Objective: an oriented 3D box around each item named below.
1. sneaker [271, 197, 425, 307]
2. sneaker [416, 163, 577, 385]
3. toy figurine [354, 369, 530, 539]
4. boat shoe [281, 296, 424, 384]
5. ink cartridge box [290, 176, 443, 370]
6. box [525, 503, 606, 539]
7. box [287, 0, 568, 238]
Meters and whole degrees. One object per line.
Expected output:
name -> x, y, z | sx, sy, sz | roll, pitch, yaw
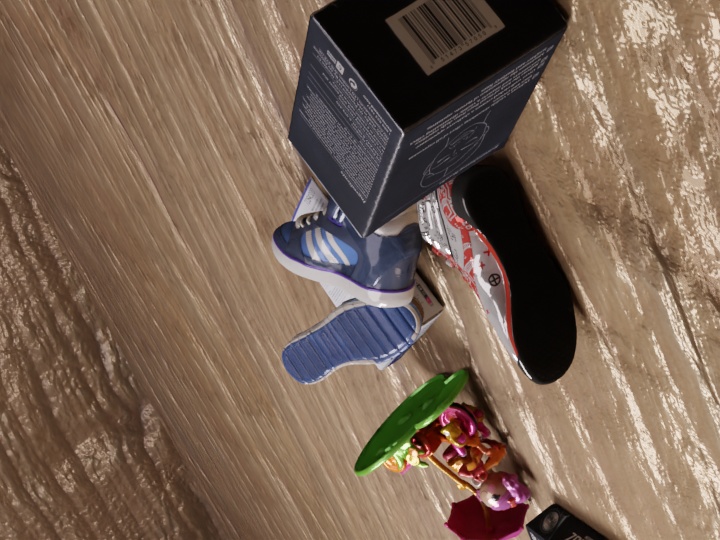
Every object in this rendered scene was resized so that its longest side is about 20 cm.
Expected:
sneaker -> -0.014, -0.061, 1.375 | 0.200, 0.080, 0.147 | 26, 124, 43
sneaker -> 0.115, -0.002, 1.187 | 0.202, 0.067, 0.108 | 65, 162, -17
toy figurine -> 0.121, 0.223, 1.535 | 0.184, 0.150, 0.200 | 43, 139, -5
boat shoe -> -0.002, 0.057, 1.445 | 0.199, 0.072, 0.073 | -21, 105, 43
ink cartridge box -> 0.000, 0.000, 1.534 | 0.201, 0.043, 0.196 | 56, 161, 8
box -> 0.266, 0.365, 1.475 | 0.160, 0.043, 0.201 | 29, 148, 55
box -> 0.042, -0.135, 1.003 | 0.107, 0.148, 0.200 | 52, 162, 11
